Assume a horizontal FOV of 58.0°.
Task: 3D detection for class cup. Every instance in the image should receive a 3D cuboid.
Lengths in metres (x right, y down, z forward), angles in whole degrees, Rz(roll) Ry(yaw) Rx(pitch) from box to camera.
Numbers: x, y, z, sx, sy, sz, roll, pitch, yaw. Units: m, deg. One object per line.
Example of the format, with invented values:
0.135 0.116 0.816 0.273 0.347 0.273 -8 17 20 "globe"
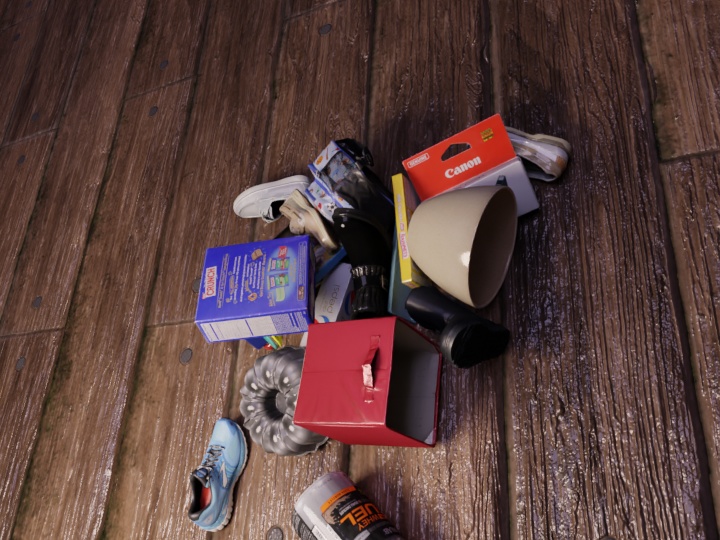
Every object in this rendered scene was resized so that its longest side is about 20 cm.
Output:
0.163 -0.054 1.097 0.141 0.200 0.203 17 75 31 "cup"

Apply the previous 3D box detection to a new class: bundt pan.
-0.141 0.238 1.167 0.199 0.075 0.207 -1 88 33 "bundt pan"

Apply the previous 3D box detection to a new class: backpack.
-0.019 -0.158 1.277 0.153 0.200 0.192 -36 41 7 "backpack"

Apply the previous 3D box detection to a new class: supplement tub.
-0.009 0.425 1.015 0.199 0.122 0.123 37 87 36 "supplement tub"

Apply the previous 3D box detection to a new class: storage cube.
0.016 0.188 1.074 0.177 0.199 0.174 -8 63 33 "storage cube"

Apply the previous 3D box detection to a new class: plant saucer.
0.083 -0.005 1.210 0.019 0.069 0.204 -18 57 45 "plant saucer"

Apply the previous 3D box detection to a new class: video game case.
-0.105 -0.033 1.302 0.143 0.018 0.200 -45 31 -5 "video game case"

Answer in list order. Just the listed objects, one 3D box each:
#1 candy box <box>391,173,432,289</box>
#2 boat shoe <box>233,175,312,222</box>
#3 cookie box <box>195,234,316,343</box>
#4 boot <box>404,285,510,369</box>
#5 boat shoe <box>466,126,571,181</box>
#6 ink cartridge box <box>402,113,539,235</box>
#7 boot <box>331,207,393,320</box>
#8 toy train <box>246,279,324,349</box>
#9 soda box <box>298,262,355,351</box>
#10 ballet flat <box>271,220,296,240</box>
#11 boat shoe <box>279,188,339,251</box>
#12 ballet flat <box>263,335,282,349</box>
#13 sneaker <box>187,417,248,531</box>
0.095 -0.065 1.188 0.026 0.102 0.204 -12 71 22 "candy box"
-0.196 -0.147 1.432 0.197 0.070 0.073 -16 56 19 "boat shoe"
-0.182 0.032 1.164 0.195 0.076 0.174 -6 50 5 "cookie box"
0.134 0.086 1.060 0.167 0.199 0.078 27 103 33 "boot"
0.280 -0.213 1.191 0.197 0.075 0.069 14 68 33 "boat shoe"
0.195 -0.154 1.161 0.197 0.176 0.044 -24 17 17 "ink cartridge box"
0.002 0.000 1.164 0.078 0.211 0.161 -1 61 31 "boot"
-0.159 0.055 1.314 0.199 0.085 0.116 -40 40 6 "toy train"
-0.052 0.089 1.236 0.063 0.068 0.203 9 72 33 "soda box"
-0.153 -0.070 1.338 0.200 0.046 0.067 -46 32 -9 "ballet flat"
-0.103 -0.088 1.267 0.065 0.072 0.200 -41 44 1 "boat shoe"
-0.201 0.066 1.229 0.199 0.067 0.067 36 71 30 "ballet flat"
-0.270 0.374 1.208 0.077 0.090 0.204 -6 63 26 "sneaker"
